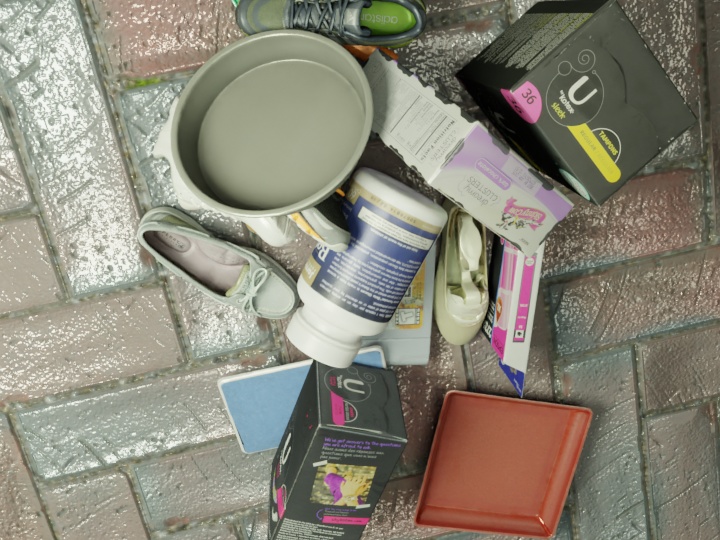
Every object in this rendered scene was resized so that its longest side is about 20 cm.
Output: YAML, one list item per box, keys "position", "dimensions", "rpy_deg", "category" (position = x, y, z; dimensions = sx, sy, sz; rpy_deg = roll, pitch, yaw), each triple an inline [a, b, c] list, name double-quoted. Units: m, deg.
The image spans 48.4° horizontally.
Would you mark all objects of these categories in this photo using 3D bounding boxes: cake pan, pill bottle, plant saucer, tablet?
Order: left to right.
- position: [-0.083, -0.137, 0.769]
  dimensions: [0.200, 0.037, 0.200]
  rpy_deg: [-4, 70, 11]
  category: "cake pan"
- position: [-0.062, 0.158, 0.975]
  dimensions: [0.200, 0.014, 0.130]
  rpy_deg: [-12, 125, -1]
  category: "tablet"
- position: [0.000, 0.000, 0.862]
  dimensions: [0.111, 0.111, 0.200]
  rpy_deg: [25, 103, -15]
  category: "pill bottle"
- position: [0.181, 0.249, 1.047]
  dimensions: [0.200, 0.037, 0.200]
  rpy_deg: [9, 107, -10]
  category: "plant saucer"

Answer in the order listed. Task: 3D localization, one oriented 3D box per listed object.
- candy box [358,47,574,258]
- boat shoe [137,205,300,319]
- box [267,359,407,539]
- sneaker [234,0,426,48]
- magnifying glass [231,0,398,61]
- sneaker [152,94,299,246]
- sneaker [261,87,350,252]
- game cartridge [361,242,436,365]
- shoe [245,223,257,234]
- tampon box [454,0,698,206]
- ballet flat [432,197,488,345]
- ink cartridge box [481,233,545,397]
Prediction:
- position: [0.092, -0.119, 0.800]
  dimensions: [0.168, 0.200, 0.072]
  rpy_deg: [30, 104, -41]
  category: "candy box"
- position: [-0.158, -0.001, 0.900]
  dimensions: [0.202, 0.065, 0.074]
  rpy_deg: [34, 101, -17]
  category: "boat shoe"
- position: [-0.033, 0.218, 0.937]
  dimensions: [0.106, 0.122, 0.200]
  rpy_deg: [14, 120, -14]
  category: "box"
- position: [-0.025, -0.260, 0.804]
  dimensions: [0.200, 0.081, 0.074]
  rpy_deg: [-3, 107, -7]
  category: "sneaker"
- position: [-0.049, -0.271, 0.850]
  dimensions: [0.200, 0.022, 0.080]
  rpy_deg: [29, 102, -17]
  category: "magnifying glass"
- position: [-0.144, -0.089, 0.850]
  dimensions: [0.200, 0.078, 0.099]
  rpy_deg: [49, 115, 16]
  category: "sneaker"
- position: [-0.050, -0.111, 0.808]
  dimensions: [0.077, 0.078, 0.200]
  rpy_deg: [-28, 72, 13]
  category: "sneaker"
- position: [0.020, 0.021, 0.950]
  dimensions: [0.133, 0.042, 0.200]
  rpy_deg: [-3, 109, -11]
  category: "game cartridge"
- position: [-0.060, -0.126, 0.885]
  dimensions: [0.070, 0.053, 0.200]
  rpy_deg: [38, 99, 23]
  category: "shoe"
- position: [0.211, -0.179, 0.822]
  dimensions: [0.126, 0.200, 0.150]
  rpy_deg: [-42, 108, 7]
  category: "tampon box"
- position: [0.122, 0.005, 0.941]
  dimensions: [0.069, 0.069, 0.200]
  rpy_deg: [-6, 109, -6]
  category: "ballet flat"
- position: [0.176, 0.040, 0.945]
  dimensions: [0.037, 0.095, 0.200]
  rpy_deg: [-1, 108, -8]
  category: "ink cartridge box"
